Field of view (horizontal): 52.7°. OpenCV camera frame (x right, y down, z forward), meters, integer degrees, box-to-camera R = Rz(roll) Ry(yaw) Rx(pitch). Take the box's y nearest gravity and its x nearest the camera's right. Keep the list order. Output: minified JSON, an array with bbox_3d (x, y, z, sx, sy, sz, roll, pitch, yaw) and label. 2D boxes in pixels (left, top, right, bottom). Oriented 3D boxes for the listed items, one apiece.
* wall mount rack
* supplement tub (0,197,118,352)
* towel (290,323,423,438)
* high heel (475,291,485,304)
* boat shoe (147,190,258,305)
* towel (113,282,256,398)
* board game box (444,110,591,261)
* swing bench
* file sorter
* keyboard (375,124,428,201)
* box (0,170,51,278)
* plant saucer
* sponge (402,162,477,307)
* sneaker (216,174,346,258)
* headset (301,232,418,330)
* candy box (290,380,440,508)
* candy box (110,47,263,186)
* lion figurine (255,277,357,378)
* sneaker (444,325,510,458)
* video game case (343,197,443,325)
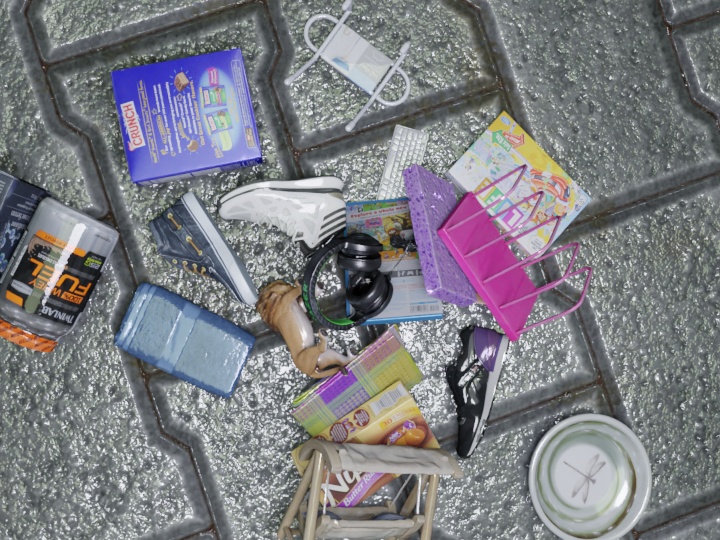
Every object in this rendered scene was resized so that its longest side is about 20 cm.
[{"bbox_3d":[-0.019,-0.314,1.127,0.199,0.075,0.175,36,86,-2],"label":"wall mount rack"},{"bbox_3d":[-0.448,0.007,1.056,0.121,0.123,0.202,25,86,-3],"label":"supplement tub"},{"bbox_3d":[0.000,0.180,1.097,0.199,0.023,0.144,-38,134,-5],"label":"towel"},{"bbox_3d":[0.135,0.040,1.126,0.198,0.067,0.097,-22,79,-8],"label":"high heel"},{"bbox_3d":[-0.238,-0.015,1.100,0.090,0.071,0.201,-34,79,-1],"label":"boat shoe"},{"bbox_3d":[-0.265,0.106,1.104,0.198,0.049,0.113,27,86,-2],"label":"towel"},{"bbox_3d":[0.251,-0.134,1.162,0.200,0.034,0.135,44,86,-2],"label":"board game box"},{"bbox_3d":[0.009,0.326,1.016,0.196,0.130,0.203,11,103,-24],"label":"swing bench"},{"bbox_3d":[0.235,-0.031,1.068,0.125,0.139,0.201,-29,102,37],"label":"file sorter"},{"bbox_3d":[0.057,-0.129,1.158,0.055,0.011,0.203,15,86,-4],"label":"keyboard"},{"bbox_3d":[-0.552,-0.050,1.037,0.106,0.148,0.202,23,86,-3],"label":"box"},{"bbox_3d":[0.354,0.324,1.144,0.197,0.050,0.204,0,88,-5],"label":"plant saucer"},{"bbox_3d":[0.118,-0.051,1.076,0.030,0.111,0.203,-24,63,31],"label":"sponge"},{"bbox_3d":[-0.115,-0.074,1.098,0.197,0.076,0.117,-8,73,-7],"label":"sneaker"},{"bbox_3d":[0.000,0.000,1.027,0.198,0.094,0.125,-27,117,-24],"label":"headset"},{"bbox_3d":[0.009,0.270,1.093,0.199,0.056,0.118,-33,120,-6],"label":"candy box"},{"bbox_3d":[-0.260,-0.230,1.104,0.197,0.077,0.172,-11,90,-6],"label":"candy box"},{"bbox_3d":[-0.088,0.091,1.064,0.122,0.072,0.202,-42,58,34],"label":"lion figurine"},{"bbox_3d":[0.167,0.186,1.134,0.086,0.076,0.203,16,83,11],"label":"sneaker"},{"bbox_3d":[0.046,-0.018,1.102,0.141,0.018,0.203,-4,65,4],"label":"video game case"}]
